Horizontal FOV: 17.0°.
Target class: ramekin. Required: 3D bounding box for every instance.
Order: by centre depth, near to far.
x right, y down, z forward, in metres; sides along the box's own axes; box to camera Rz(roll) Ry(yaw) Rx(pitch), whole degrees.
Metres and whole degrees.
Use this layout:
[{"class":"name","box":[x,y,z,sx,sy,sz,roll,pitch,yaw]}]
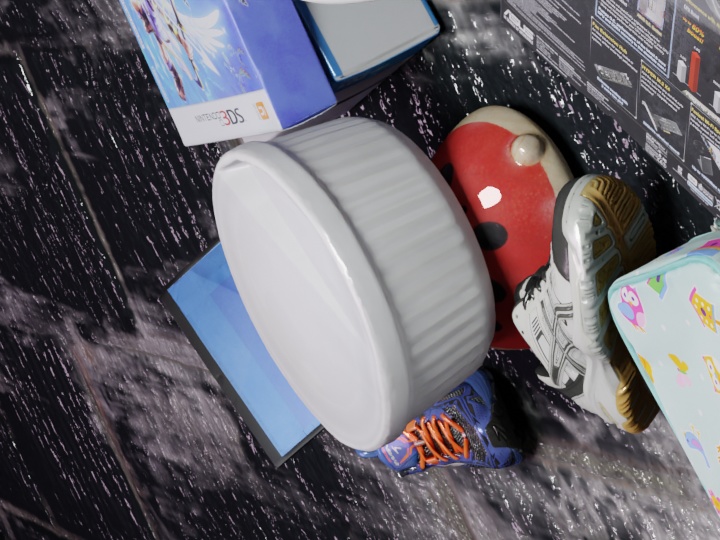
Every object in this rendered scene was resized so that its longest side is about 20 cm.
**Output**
[{"class":"ramekin","box":[0.000,0.000,1.450,0.203,0.094,0.203,51,158,30]}]

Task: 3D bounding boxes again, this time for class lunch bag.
[{"class":"lunch bag","box":[0.216,0.066,1.258,0.201,0.077,0.160,63,164,-1]}]

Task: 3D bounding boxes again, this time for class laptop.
[{"class":"laptop","box":[-0.059,0.015,1.796,0.178,0.103,0.200,53,158,19]}]

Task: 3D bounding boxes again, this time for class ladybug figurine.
[{"class":"ladybug figurine","box":[0.080,-0.019,1.472,0.136,0.072,0.200,51,157,26]}]

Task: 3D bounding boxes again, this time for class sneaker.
[{"class":"sneaker","box":[0.119,0.017,1.366,0.087,0.076,0.200,22,148,29]},{"class":"sneaker","box":[0.052,0.116,1.700,0.076,0.078,0.200,64,159,-8]}]

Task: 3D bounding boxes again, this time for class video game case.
[{"class":"video game case","box":[-0.105,-0.179,1.502,0.201,0.045,0.181,66,158,-10]}]

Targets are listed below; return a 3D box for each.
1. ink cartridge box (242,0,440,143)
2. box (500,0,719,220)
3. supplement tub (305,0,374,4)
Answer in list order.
[{"class":"ink cartridge box","box":[-0.045,-0.174,1.553,0.147,0.086,0.200,61,158,2]},{"class":"box","box":[0.147,-0.137,1.200,0.200,0.050,0.158,47,154,34]},{"class":"supplement tub","box":[-0.013,-0.259,1.306,0.132,0.132,0.201,39,150,46]}]
